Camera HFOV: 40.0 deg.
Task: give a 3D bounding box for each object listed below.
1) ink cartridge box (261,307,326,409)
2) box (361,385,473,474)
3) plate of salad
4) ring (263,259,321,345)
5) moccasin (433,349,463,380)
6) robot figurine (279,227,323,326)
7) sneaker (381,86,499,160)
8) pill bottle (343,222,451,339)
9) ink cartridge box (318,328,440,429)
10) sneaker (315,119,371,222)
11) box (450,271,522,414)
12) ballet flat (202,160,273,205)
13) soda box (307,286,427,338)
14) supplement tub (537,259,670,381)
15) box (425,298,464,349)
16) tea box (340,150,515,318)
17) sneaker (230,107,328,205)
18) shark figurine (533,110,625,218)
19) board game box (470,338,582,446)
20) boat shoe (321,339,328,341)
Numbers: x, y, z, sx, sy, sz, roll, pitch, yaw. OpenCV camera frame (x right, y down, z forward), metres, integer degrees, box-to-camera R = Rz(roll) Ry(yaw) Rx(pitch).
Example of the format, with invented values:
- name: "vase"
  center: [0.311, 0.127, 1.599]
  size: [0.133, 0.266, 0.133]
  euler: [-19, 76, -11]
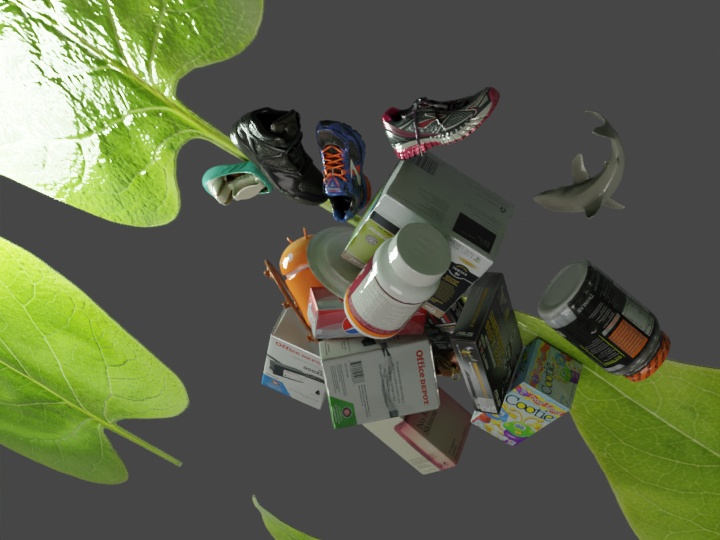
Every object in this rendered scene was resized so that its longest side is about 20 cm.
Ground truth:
- name: "ink cartridge box"
  center: [-0.119, 0.184, 2.059]
  size: [0.144, 0.085, 0.201]
  euler: [23, 142, 5]
- name: "box"
  center: [0.115, 0.302, 2.020]
  size: [0.200, 0.128, 0.109]
  euler: [42, 140, -19]
- name: "plate of salad"
  center: [0.000, 0.000, 1.676]
  size: [0.199, 0.200, 0.048]
  euler: [27, 127, 0]
- name: "ring"
  center: [-0.129, 0.067, 1.870]
  size: [0.201, 0.019, 0.200]
  euler: [58, 179, 2]
- name: "moccasin"
  center: [0.164, 0.172, 1.878]
  size: [0.200, 0.078, 0.074]
  euler: [-6, 132, 36]
- name: "robot figurine"
  center: [-0.073, 0.022, 1.788]
  size: [0.116, 0.144, 0.201]
  euler: [-26, 92, 14]
- name: "sneaker"
  center: [0.114, -0.224, 1.445]
  size: [0.199, 0.081, 0.075]
  euler: [-18, 112, 38]
- name: "pill bottle"
  center: [0.056, 0.016, 1.512]
  size: [0.109, 0.110, 0.200]
  euler: [31, 143, -5]
- name: "ink cartridge box"
  center: [0.034, 0.189, 1.789]
  size: [0.198, 0.083, 0.148]
  euler: [-10, 113, -2]
- name: "sneaker"
  center: [-0.030, -0.159, 1.607]
  size: [0.075, 0.079, 0.201]
  euler: [5, 138, 25]
- name: "box"
  center: [0.224, 0.128, 1.724]
  size: [0.048, 0.159, 0.201]
  euler: [6, 138, 28]
- name: "ballet flat"
  center: [-0.221, -0.152, 1.738]
  size: [0.199, 0.071, 0.067]
  euler: [-10, 130, 39]
- name: "soda box"
  center: [0.012, 0.069, 1.700]
  size: [0.198, 0.070, 0.064]
  euler: [-2, 125, -16]
- name: "supplement tub"
  center: [0.396, 0.085, 1.598]
  size: [0.200, 0.123, 0.122]
  euler: [38, 142, -13]
- name: "box"
  center: [0.098, 0.081, 1.835]
  size: [0.199, 0.050, 0.158]
  euler: [-8, 130, 37]
- name: "tea box"
  center: [0.107, -0.061, 1.593]
  size: [0.199, 0.134, 0.197]
  euler: [32, 142, -6]
- name: "sneaker"
  center: [-0.114, -0.190, 1.623]
  size: [0.199, 0.076, 0.114]
  euler: [45, 146, -13]
- name: "shark figurine"
  center: [0.340, -0.124, 1.419]
  size: [0.127, 0.090, 0.215]
  euler: [25, 145, 1]
- name: "board game box"
  center: [0.307, 0.230, 1.838]
  size: [0.103, 0.105, 0.200]
  euler: [30, 144, -6]
- name: "boat shoe"
  center: [0.017, 0.141, 1.853]
  size: [0.199, 0.072, 0.071]
  euler: [23, 139, 2]
